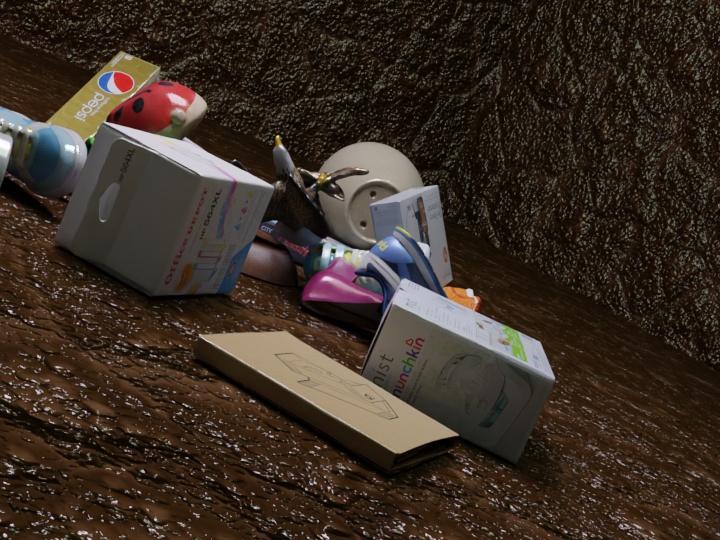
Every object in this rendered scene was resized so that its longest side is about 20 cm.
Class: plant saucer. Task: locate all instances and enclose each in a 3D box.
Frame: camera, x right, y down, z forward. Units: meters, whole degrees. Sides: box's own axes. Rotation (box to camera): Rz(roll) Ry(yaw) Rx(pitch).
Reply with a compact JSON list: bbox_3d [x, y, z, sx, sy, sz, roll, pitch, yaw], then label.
[{"bbox_3d":[-0.164,-0.039,1.398,0.198,0.037,0.200,25,8,-4],"label":"plant saucer"}]

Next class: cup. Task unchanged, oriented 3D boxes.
[{"bbox_3d":[0.020,-0.102,1.733,0.197,0.203,0.143,23,6,-9],"label":"cup"}]

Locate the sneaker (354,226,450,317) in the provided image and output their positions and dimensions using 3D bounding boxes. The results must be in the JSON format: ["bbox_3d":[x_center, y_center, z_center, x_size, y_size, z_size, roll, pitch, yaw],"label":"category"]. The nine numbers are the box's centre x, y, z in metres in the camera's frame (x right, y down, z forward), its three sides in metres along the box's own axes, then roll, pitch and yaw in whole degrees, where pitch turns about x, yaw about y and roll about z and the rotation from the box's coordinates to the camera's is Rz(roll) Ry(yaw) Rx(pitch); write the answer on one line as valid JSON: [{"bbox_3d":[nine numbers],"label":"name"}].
[{"bbox_3d":[0.066,0.054,1.242,0.202,0.081,0.074,60,-8,6],"label":"sneaker"}]

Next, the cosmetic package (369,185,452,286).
[{"bbox_3d":[0.079,-0.038,1.593,0.051,0.154,0.200,-5,9,21],"label":"cosmetic package"}]

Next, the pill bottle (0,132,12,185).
[{"bbox_3d":[-0.395,-0.110,0.883,0.197,0.111,0.109,20,9,-25],"label":"pill bottle"}]

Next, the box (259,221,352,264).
[{"bbox_3d":[-0.085,-0.038,1.617,0.197,0.038,0.137,23,8,-11],"label":"box"}]

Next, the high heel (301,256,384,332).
[{"bbox_3d":[0.024,0.063,1.284,0.199,0.068,0.096,38,40,2],"label":"high heel"}]

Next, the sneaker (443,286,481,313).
[{"bbox_3d":[0.137,0.067,1.570,0.075,0.075,0.200,3,4,-3],"label":"sneaker"}]

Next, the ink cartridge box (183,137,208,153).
[{"bbox_3d":[-0.270,-0.154,1.559,0.144,0.085,0.200,34,1,-35],"label":"ink cartridge box"}]

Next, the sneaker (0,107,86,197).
[{"bbox_3d":[-0.393,-0.139,1.158,0.198,0.081,0.130,19,1,40],"label":"sneaker"}]

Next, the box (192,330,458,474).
[{"bbox_3d":[-0.025,0.106,0.920,0.198,0.022,0.163,27,8,21],"label":"box"}]

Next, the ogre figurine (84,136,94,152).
[{"bbox_3d":[-0.276,-0.108,1.252,0.118,0.100,0.199,19,-24,-28],"label":"ogre figurine"}]

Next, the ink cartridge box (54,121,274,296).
[{"bbox_3d":[-0.197,-0.057,1.077,0.124,0.130,0.200,26,9,16],"label":"ink cartridge box"}]

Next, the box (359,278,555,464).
[{"bbox_3d":[0.098,0.093,1.106,0.174,0.098,0.200,24,8,2],"label":"box"}]

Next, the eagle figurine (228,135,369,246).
[{"bbox_3d":[-0.098,-0.094,1.365,0.151,0.151,0.200,48,27,-4],"label":"eagle figurine"}]

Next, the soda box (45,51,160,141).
[{"bbox_3d":[-0.349,-0.212,1.460,0.067,0.065,0.201,22,47,8],"label":"soda box"}]

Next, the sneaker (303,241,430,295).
[{"bbox_3d":[0.000,0.000,1.361,0.128,0.081,0.200,17,-21,-18],"label":"sneaker"}]

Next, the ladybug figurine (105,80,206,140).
[{"bbox_3d":[-0.267,-0.189,1.359,0.072,0.136,0.199,55,-29,-17],"label":"ladybug figurine"}]
